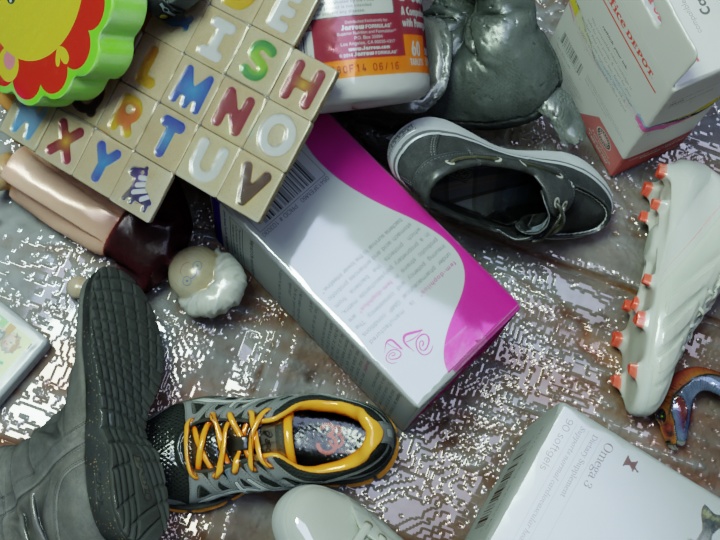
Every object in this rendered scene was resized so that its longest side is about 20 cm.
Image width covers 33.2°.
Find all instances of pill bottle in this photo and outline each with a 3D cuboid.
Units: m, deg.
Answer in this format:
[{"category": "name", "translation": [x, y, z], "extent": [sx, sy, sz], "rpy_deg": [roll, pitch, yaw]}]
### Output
[{"category": "pill bottle", "translation": [-0.019, -0.204, 0.763], "extent": [0.109, 0.110, 0.201], "rpy_deg": [-7, 95, -6]}]

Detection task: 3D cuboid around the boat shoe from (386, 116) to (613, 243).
[{"category": "boat shoe", "translation": [0.109, -0.050, 0.835], "extent": [0.199, 0.070, 0.066], "rpy_deg": [18, 30, -37]}]

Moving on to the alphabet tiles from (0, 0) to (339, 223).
[{"category": "alphabet tiles", "translation": [-0.114, -0.117, 0.735], "extent": [0.199, 0.008, 0.168], "rpy_deg": [30, 94, 23]}]

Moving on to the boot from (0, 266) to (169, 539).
[{"category": "boot", "translation": [-0.198, 0.103, 0.797], "extent": [0.131, 0.070, 0.201], "rpy_deg": [-24, 55, 27]}]

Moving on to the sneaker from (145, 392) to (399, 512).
[{"category": "sneaker", "translation": [-0.072, 0.116, 0.814], "extent": [0.199, 0.077, 0.079], "rpy_deg": [-8, 77, -4]}]

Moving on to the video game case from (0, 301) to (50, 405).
[{"category": "video game case", "translation": [-0.349, 0.072, 0.834], "extent": [0.182, 0.022, 0.200], "rpy_deg": [37, 74, 7]}]

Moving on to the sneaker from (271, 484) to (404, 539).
[{"category": "sneaker", "translation": [0.035, 0.202, 0.774], "extent": [0.200, 0.085, 0.073], "rpy_deg": [42, 50, -6]}]

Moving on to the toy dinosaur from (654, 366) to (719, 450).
[{"category": "toy dinosaur", "translation": [0.305, 0.130, 0.857], "extent": [0.181, 0.200, 0.105], "rpy_deg": [42, 113, 30]}]

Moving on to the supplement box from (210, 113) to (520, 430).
[{"category": "supplement box", "translation": [0.000, 0.000, 0.839], "extent": [0.101, 0.103, 0.200], "rpy_deg": [-42, 79, -15]}]

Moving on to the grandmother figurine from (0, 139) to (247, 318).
[{"category": "grandmother figurine", "translation": [-0.169, -0.029, 0.857], "extent": [0.199, 0.061, 0.122], "rpy_deg": [32, 103, 7]}]

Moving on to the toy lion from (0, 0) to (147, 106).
[{"category": "toy lion", "translation": [-0.178, -0.206, 0.717], "extent": [0.068, 0.200, 0.192], "rpy_deg": [-7, 62, -51]}]

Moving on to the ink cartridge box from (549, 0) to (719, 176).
[{"category": "ink cartridge box", "translation": [0.203, -0.161, 0.848], "extent": [0.067, 0.200, 0.117], "rpy_deg": [-23, 77, -10]}]

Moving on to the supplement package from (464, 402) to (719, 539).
[{"category": "supplement package", "translation": [0.178, 0.194, 0.789], "extent": [0.199, 0.117, 0.117], "rpy_deg": [31, 74, 4]}]

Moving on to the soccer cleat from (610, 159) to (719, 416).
[{"category": "soccer cleat", "translation": [0.234, 0.013, 0.873], "extent": [0.077, 0.069, 0.201], "rpy_deg": [16, 71, -3]}]

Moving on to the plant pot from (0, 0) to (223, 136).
[{"category": "plant pot", "translation": [-0.150, -0.179, 0.836], "extent": [0.199, 0.140, 0.201], "rpy_deg": [-3, 83, 21]}]

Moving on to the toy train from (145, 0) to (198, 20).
[{"category": "toy train", "translation": [-0.143, -0.238, 0.744], "extent": [0.046, 0.034, 0.201], "rpy_deg": [-31, 67, 26]}]

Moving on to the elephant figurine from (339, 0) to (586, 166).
[{"category": "elephant figurine", "translation": [0.033, -0.144, 0.883], "extent": [0.199, 0.142, 0.155], "rpy_deg": [-24, 33, -1]}]
